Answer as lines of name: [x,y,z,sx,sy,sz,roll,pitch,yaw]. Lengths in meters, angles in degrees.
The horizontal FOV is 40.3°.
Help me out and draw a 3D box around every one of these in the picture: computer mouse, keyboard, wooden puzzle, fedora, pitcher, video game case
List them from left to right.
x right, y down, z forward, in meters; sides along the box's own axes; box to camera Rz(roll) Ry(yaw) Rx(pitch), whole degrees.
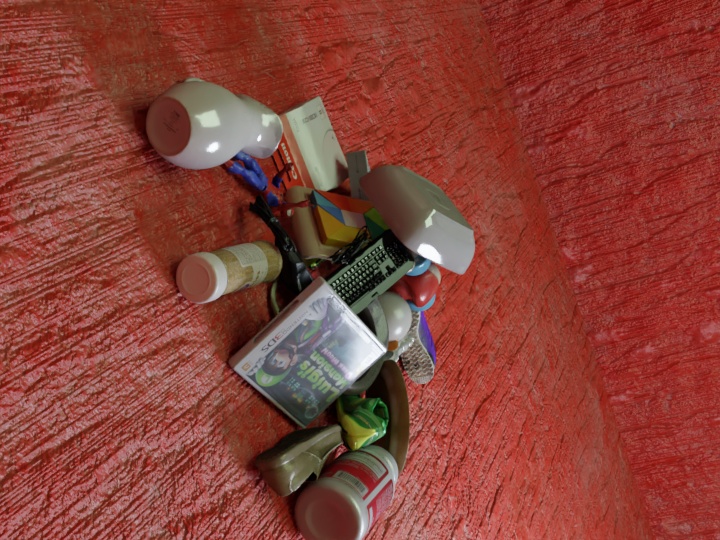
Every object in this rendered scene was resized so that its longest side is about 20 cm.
pitcher: [-0.229,-0.223,1.408,0.171,0.122,0.200,38,24,18]
computer mouse: [-0.130,-0.032,1.570,0.141,0.046,0.200,54,-6,30]
video game case: [-0.073,0.127,1.460,0.023,0.182,0.200,46,-2,46]
fedora: [-0.041,0.115,1.617,0.177,0.090,0.200,58,37,-26]
wooden puzzle: [-0.017,-0.075,1.656,0.199,0.037,0.186,6,39,-21]
keyboard: [0.000,0.000,1.561,0.200,0.040,0.104,-39,93,-31]

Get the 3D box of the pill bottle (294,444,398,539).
pill bottle: [-0.013,0.343,1.511,0.200,0.112,0.113,-27,100,-66]

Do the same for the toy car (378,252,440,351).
toy car: [0.035,0.057,1.754,0.185,0.176,0.201,77,33,-62]

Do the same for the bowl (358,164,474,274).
bowl: [0.109,-0.098,1.685,0.199,0.075,0.200,23,27,-46]

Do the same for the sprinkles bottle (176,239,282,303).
sprinkles bottle: [-0.184,-0.002,1.406,0.200,0.068,0.069,-20,94,-66]

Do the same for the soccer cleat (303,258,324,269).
soccer cleat: [-0.070,-0.065,1.719,0.084,0.065,0.200,52,28,-7]

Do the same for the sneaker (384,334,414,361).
sneaker: [0.030,0.135,1.810,0.091,0.077,0.200,55,22,-2]

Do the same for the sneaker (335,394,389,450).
sneaker: [0.004,0.242,1.600,0.200,0.083,0.075,-122,-158,-78]

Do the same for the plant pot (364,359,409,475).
plant pot: [0.039,0.251,1.658,0.200,0.027,0.201,-179,-90,-73]

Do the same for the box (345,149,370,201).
box: [0.013,-0.114,1.865,0.200,0.041,0.157,66,16,-68]

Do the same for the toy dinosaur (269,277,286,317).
toy dinosaur: [-0.114,0.098,1.518,0.088,0.047,0.201,91,-17,-81]

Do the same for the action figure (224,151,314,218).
action figure: [-0.143,-0.153,1.563,0.200,0.098,0.066,53,32,-45]

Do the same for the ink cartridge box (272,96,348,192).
ink cartridge box: [-0.093,-0.215,1.768,0.200,0.057,0.163,-55,126,-66]

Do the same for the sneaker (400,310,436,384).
sneaker: [0.107,0.123,1.980,0.099,0.069,0.201,-20,98,-73]

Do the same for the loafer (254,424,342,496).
loafer: [-0.087,0.278,1.446,0.200,0.076,0.068,-15,92,-60]
